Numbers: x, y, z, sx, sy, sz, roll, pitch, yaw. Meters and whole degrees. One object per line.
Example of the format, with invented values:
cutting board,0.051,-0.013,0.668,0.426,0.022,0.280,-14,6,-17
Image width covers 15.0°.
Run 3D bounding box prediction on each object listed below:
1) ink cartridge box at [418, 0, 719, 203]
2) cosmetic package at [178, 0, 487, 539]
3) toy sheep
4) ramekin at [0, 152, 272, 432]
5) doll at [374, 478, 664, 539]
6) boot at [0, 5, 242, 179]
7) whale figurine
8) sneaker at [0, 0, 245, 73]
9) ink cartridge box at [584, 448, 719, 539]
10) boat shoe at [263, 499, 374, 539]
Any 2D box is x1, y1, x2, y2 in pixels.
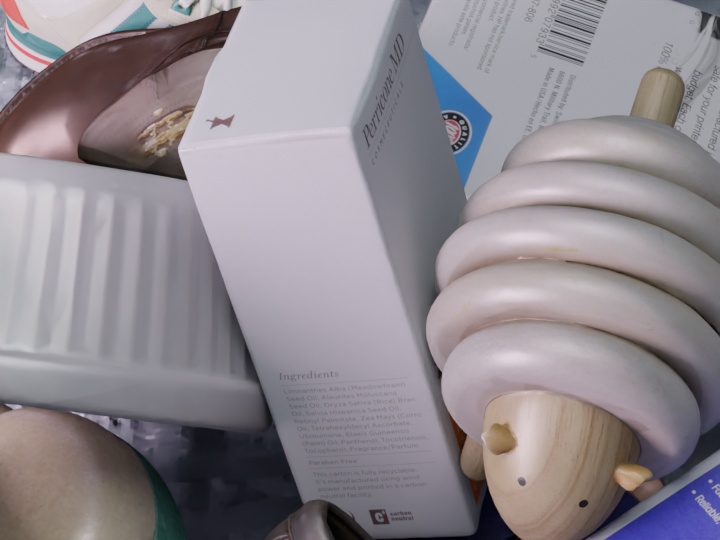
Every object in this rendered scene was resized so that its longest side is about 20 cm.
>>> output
ink cartridge box,0.110,-0.041,1.176,0.200,0.084,0.145,20,56,5
cosmetic package,0.000,0.000,1.073,0.071,0.200,0.102,-4,37,19
toy sheep,0.089,0.010,1.029,0.137,0.138,0.200,6,63,14
ramekin,-0.128,0.006,1.093,0.202,0.202,0.095,6,87,14
doll,0.031,0.135,1.097,0.200,0.049,0.136,-30,49,-14
boot,-0.102,-0.063,1.188,0.186,0.064,0.200,-26,12,13
whale figurine,-0.157,0.132,1.116,0.200,0.104,0.159,-13,56,31
sneaker,-0.089,-0.128,1.301,0.199,0.094,0.070,14,55,20
ink cartridge box,0.185,0.141,0.978,0.200,0.047,0.198,-30,55,-17
boat shoe,0.036,0.169,1.005,0.201,0.061,0.072,42,21,-1
